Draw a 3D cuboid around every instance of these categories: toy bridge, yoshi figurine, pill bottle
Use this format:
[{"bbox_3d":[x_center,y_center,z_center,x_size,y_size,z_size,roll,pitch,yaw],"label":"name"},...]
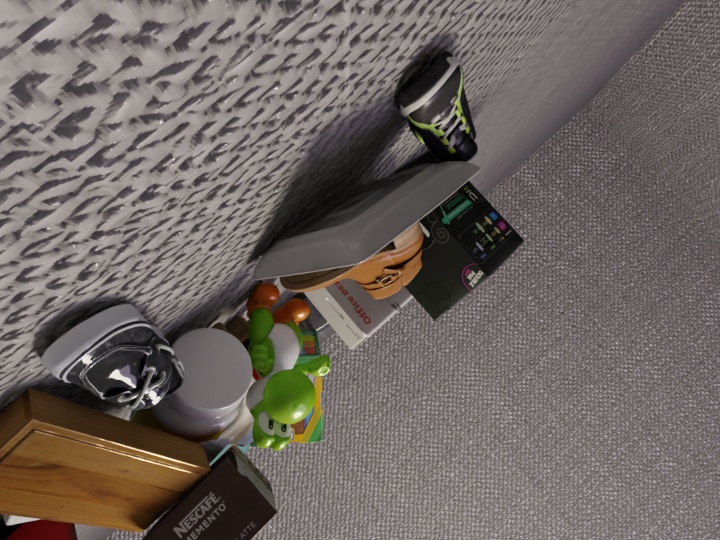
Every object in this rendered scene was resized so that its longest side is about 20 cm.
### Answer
[{"bbox_3d":[-0.187,0.097,0.777,0.067,0.027,0.200,-42,175,5],"label":"toy bridge"},{"bbox_3d":[-0.092,0.112,0.668,0.111,0.201,0.112,-4,143,-3],"label":"yoshi figurine"},{"bbox_3d":[-0.206,0.156,0.657,0.114,0.114,0.200,-36,172,-43],"label":"pill bottle"}]

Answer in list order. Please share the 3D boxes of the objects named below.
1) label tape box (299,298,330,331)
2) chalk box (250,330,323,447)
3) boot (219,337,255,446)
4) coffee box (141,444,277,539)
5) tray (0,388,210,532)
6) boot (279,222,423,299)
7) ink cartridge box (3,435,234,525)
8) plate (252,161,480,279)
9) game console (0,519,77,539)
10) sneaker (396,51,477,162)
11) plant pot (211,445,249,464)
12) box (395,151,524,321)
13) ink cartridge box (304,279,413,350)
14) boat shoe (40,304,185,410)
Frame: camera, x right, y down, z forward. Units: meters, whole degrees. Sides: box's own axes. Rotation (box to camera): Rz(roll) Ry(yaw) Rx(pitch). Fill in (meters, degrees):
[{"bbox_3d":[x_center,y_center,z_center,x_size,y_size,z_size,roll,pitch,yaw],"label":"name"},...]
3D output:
[{"bbox_3d":[-0.088,0.089,1.053,0.199,0.064,0.144,-33,175,4],"label":"label tape box"},{"bbox_3d":[-0.127,0.174,0.923,0.123,0.202,0.125,-2,-165,-7],"label":"chalk box"},{"bbox_3d":[-0.165,0.180,0.802,0.097,0.075,0.200,29,106,-40],"label":"boot"},{"bbox_3d":[-0.166,0.276,0.633,0.114,0.080,0.200,-43,178,-18],"label":"coffee box"},{"bbox_3d":[-0.239,0.180,0.488,0.099,0.037,0.200,-42,139,2],"label":"tray"},{"bbox_3d":[0.000,0.000,0.736,0.199,0.074,0.155,-26,150,-2],"label":"boot"},{"bbox_3d":[-0.261,0.208,0.593,0.199,0.048,0.160,4,141,-41],"label":"ink cartridge box"},{"bbox_3d":[-0.003,-0.058,0.576,0.200,0.033,0.199,-39,-161,-35],"label":"plate"},{"bbox_3d":[-0.425,0.369,0.728,0.200,0.119,0.172,-42,174,3],"label":"game console"},{"bbox_3d":[0.094,-0.154,0.560,0.072,0.083,0.200,-43,174,11],"label":"sneaker"},{"bbox_3d":[-0.273,0.268,0.919,0.141,0.141,0.200,-38,165,-35],"label":"plant pot"},{"bbox_3d":[0.118,-0.055,0.845,0.124,0.200,0.149,-37,172,-40],"label":"box"},{"bbox_3d":[0.017,0.016,0.948,0.200,0.146,0.084,-38,174,-31],"label":"ink cartridge box"},{"bbox_3d":[-0.192,0.083,0.459,0.072,0.068,0.200,-40,173,-15],"label":"boat shoe"}]
